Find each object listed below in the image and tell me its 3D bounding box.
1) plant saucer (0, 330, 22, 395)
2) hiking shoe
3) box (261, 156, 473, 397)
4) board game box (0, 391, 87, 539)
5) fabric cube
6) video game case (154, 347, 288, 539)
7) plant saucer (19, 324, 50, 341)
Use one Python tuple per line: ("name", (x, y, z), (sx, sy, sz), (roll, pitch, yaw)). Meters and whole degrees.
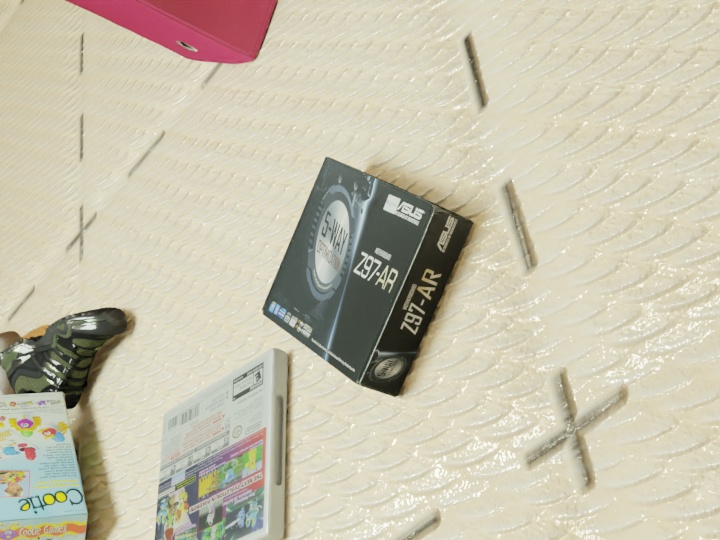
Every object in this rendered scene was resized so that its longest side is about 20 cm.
("plant saucer", (-0.498, 0.173, 1.705), (0.200, 0.032, 0.202), (-32, 48, 42))
("hiking shoe", (-0.345, 0.111, 1.561), (0.199, 0.076, 0.101), (-25, 84, 32))
("box", (0.000, 0.000, 1.135), (0.200, 0.043, 0.161), (31, 99, 57))
("board game box", (-0.375, 0.243, 1.463), (0.201, 0.104, 0.104), (-117, 33, -50))
("fabric cube", (-0.213, -0.372, 1.506), (0.196, 0.198, 0.202), (15, 85, 55))
("video game case", (-0.135, 0.192, 1.246), (0.199, 0.023, 0.184), (-31, 48, 42))
("plant saucer", (-0.437, 0.164, 1.682), (0.200, 0.037, 0.202), (-31, 48, 43))
